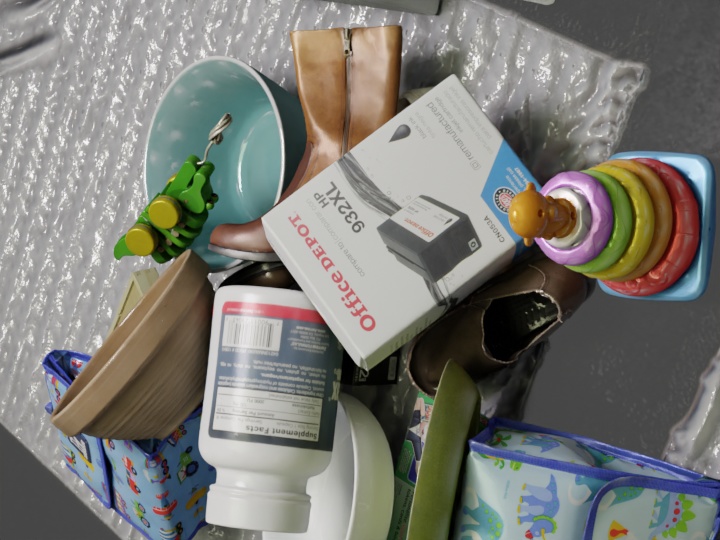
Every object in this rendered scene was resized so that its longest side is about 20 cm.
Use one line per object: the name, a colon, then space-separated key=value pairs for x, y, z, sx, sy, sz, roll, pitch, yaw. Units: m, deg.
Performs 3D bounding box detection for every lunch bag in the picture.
lunch bag: x=-0.235 y=0.165 z=1.621 sx=0.199 sy=0.094 sz=0.152 roll=25 pitch=140 yaw=31
lunch bag: x=0.171 y=0.224 z=1.280 sx=0.198 sy=0.127 sz=0.172 roll=12 pitch=100 yaw=13

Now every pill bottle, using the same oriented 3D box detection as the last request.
pill bottle: x=-0.078 y=0.120 z=1.419 sx=0.119 sy=0.119 sz=0.203 roll=1 pitch=82 yaw=43

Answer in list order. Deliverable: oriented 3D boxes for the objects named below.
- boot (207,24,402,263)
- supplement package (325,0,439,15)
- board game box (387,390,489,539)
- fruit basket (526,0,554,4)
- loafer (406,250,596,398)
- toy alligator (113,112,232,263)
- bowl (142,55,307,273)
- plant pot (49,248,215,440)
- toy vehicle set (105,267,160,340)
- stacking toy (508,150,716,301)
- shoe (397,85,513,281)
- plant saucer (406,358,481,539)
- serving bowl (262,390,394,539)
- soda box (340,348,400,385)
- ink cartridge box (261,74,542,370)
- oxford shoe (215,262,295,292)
boot: x=-0.049 y=-0.109 z=1.424 sx=0.186 sy=0.068 sz=0.203 roll=-5 pitch=88 yaw=20
supplement package: x=-0.029 y=-0.306 z=1.491 sx=0.199 sy=0.116 sz=0.119 roll=16 pitch=100 yaw=43
board game box: x=0.077 y=0.223 z=1.431 sx=0.134 sy=0.029 sz=0.202 roll=28 pitch=107 yaw=40
fruit basket: x=0.093 y=-0.335 z=1.357 sx=0.094 sy=0.183 sz=0.203 roll=-117 pitch=37 yaw=-77
loafer: x=0.104 y=0.048 z=1.367 sx=0.073 sy=0.071 sz=0.200 roll=48 pitch=125 yaw=-3
toy alligator: x=-0.158 y=-0.062 z=1.509 sx=0.054 sy=0.059 sz=0.200 roll=39 pitch=123 yaw=-9
bowl: x=-0.106 y=-0.098 z=1.564 sx=0.199 sy=0.104 sz=0.204 roll=-1 pitch=89 yaw=43
plant pot: x=-0.184 y=0.086 z=1.486 sx=0.093 sy=0.201 sz=0.201 roll=41 pitch=124 yaw=-8
toy vehicle set: x=-0.221 y=0.106 z=1.676 sx=0.125 sy=0.026 sz=0.201 roll=62 pitch=145 yaw=25
stacking toy: x=0.172 y=-0.036 z=1.233 sx=0.109 sy=0.199 sz=0.118 roll=5 pitch=93 yaw=43
shoe: x=0.076 y=-0.067 z=1.424 sx=0.070 sy=0.053 sz=0.202 roll=-30 pitch=70 yaw=39
plant saucer: x=0.068 y=0.173 z=1.316 sx=0.031 sy=0.200 sz=0.203 roll=10 pitch=96 yaw=8
serving bowl: x=-0.020 y=0.208 z=1.478 sx=0.200 sy=0.065 sz=0.202 roll=140 pitch=135 yaw=-55
soda box: x=0.000 y=0.000 z=1.488 sx=0.070 sy=0.063 sz=0.203 roll=9 pitch=94 yaw=42
ink cartridge box: x=0.039 y=-0.037 z=1.339 sx=0.199 sy=0.084 sz=0.146 roll=-37 pitch=82 yaw=-5
oxford shoe: x=-0.108 y=0.056 z=1.589 sx=0.200 sy=0.072 sz=0.085 roll=-49 pitch=59 yaw=45
